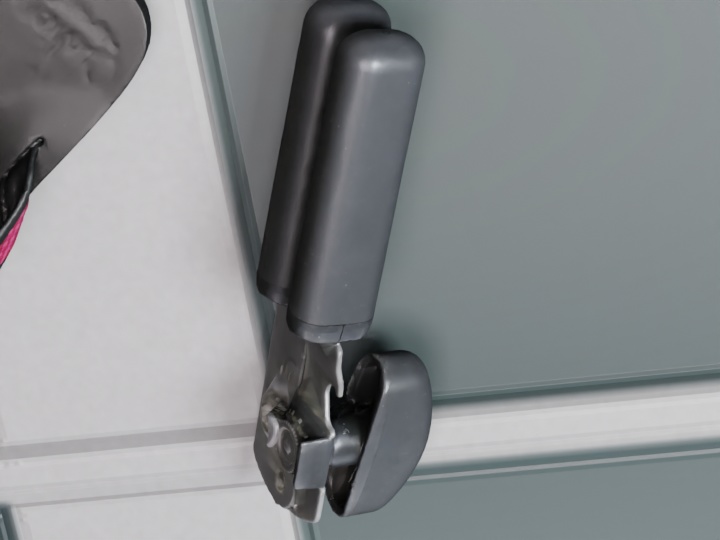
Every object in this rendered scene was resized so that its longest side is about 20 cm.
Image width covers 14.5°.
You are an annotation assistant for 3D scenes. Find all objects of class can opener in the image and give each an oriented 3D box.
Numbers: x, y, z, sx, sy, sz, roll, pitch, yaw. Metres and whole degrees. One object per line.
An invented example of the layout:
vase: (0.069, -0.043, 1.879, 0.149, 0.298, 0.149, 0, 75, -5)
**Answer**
can opener: (0.000, 0.000, 1.013, 0.067, 0.053, 0.201, -4, 121, -28)

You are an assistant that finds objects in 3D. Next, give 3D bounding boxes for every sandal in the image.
sandal: (-0.148, -0.030, 1.008, 0.075, 0.045, 0.200, 34, 116, -11)
